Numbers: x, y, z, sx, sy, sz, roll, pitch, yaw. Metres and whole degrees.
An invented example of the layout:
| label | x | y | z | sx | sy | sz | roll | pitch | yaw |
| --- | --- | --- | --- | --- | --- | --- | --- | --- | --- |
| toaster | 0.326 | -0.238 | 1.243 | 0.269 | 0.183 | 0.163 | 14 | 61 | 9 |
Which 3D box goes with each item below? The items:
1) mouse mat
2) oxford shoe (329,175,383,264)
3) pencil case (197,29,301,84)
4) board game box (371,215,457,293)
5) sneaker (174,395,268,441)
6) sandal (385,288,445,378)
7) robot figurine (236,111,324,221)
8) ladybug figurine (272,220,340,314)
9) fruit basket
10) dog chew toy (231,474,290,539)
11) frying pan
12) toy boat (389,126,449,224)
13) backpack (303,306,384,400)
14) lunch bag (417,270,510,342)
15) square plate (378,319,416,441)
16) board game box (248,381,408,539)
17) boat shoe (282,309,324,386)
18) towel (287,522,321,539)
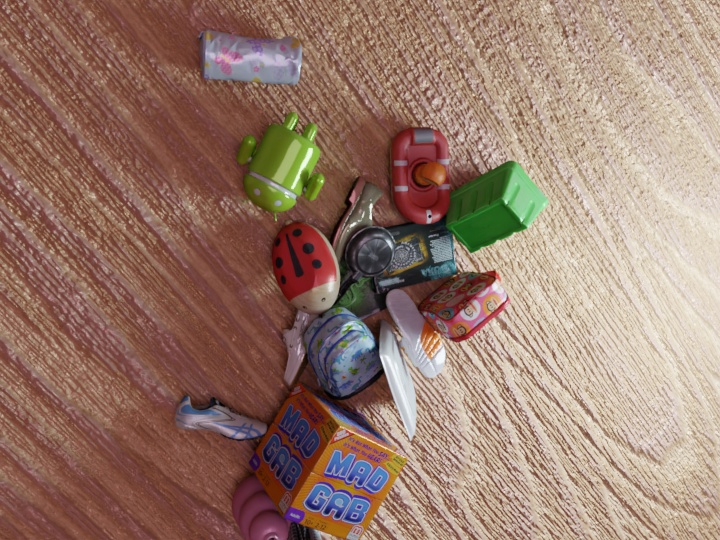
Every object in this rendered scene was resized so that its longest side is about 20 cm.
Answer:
| label | x | y | z | sx | sy | sz | roll | pitch | yaw |
| --- | --- | --- | --- | --- | --- | --- | --- | --- | --- |
| mouse mat | -0.042 | 0.047 | 1.419 | 0.198 | 0.008 | 0.163 | -27 | 105 | -10 |
| oxford shoe | -0.013 | -0.091 | 1.368 | 0.074 | 0.070 | 0.202 | 23 | 92 | -11 |
| pencil case | -0.209 | -0.407 | 1.256 | 0.197 | 0.083 | 0.092 | -2 | 105 | -16 |
| board game box | 0.112 | -0.036 | 1.438 | 0.197 | 0.028 | 0.137 | -12 | 102 | -17 |
| sneaker | -0.280 | 0.305 | 1.354 | 0.198 | 0.072 | 0.073 | 17 | 85 | -22 |
| sandal | 0.113 | 0.135 | 1.433 | 0.079 | 0.059 | 0.208 | -30 | 91 | -27 |
| robot figurine | -0.154 | -0.204 | 1.287 | 0.174 | 0.116 | 0.202 | 28 | 91 | -10 |
| ladybug figurine | -0.117 | -0.009 | 1.318 | 0.135 | 0.072 | 0.202 | -27 | 78 | 12 |
| fruit basket | 0.300 | -0.152 | 1.417 | 0.155 | 0.215 | 0.216 | 43 | 85 | -19 |
| dog chew toy | -0.196 | 0.501 | 1.340 | 0.123 | 0.200 | 0.126 | -3 | 100 | -16 |
| frying pan | -0.007 | -0.013 | 1.364 | 0.189 | 0.031 | 0.116 | -35 | 122 | -5 |
| toy boat | 0.137 | -0.198 | 1.369 | 0.129 | 0.131 | 0.203 | -6 | 100 | -16 |
| backpack | -0.033 | 0.167 | 1.342 | 0.162 | 0.154 | 0.201 | -32 | 122 | -9 |
| lunch bag | 0.226 | 0.063 | 1.403 | 0.176 | 0.200 | 0.082 | -39 | 103 | -7 |
| square plate | 0.082 | 0.223 | 1.386 | 0.028 | 0.198 | 0.202 | -18 | 104 | 7 |
| board game box | -0.069 | 0.389 | 1.340 | 0.199 | 0.200 | 0.201 | 34 | 88 | -33 |
| boat shoe | -0.130 | 0.139 | 1.378 | 0.069 | 0.071 | 0.202 | 19 | 92 | 7 |
| towel | -0.149 | 0.632 | 1.395 | 0.085 | 0.166 | 0.203 | 15 | 94 | -12 |
